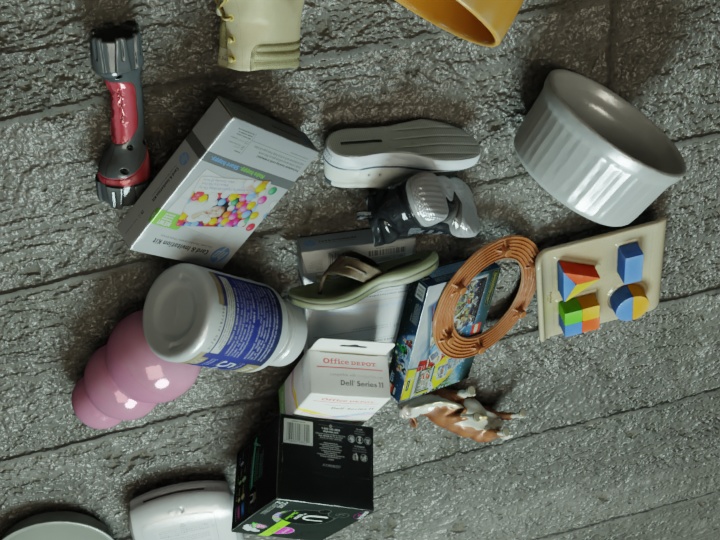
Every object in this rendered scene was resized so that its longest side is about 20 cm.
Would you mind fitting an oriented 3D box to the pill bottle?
[{"bbox_3d":[-0.162,0.066,1.135,0.120,0.120,0.200,-47,147,18],"label":"pill bottle"}]

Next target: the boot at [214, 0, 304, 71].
[{"bbox_3d":[-0.149,-0.292,0.950,0.200,0.073,0.156,0,121,-21],"label":"boot"}]

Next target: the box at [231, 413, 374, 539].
[{"bbox_3d":[-0.086,0.303,1.296,0.148,0.125,0.200,13,148,-21],"label":"box"}]

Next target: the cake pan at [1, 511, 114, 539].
[{"bbox_3d":[-0.470,0.444,1.390,0.200,0.037,0.201,-7,125,-10],"label":"cake pan"}]

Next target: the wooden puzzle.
[{"bbox_3d":[0.352,0.023,1.299,0.200,0.046,0.185,-18,134,-3],"label":"wooden puzzle"}]

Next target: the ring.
[{"bbox_3d":[0.181,0.042,1.250,0.200,0.019,0.201,-26,136,-28],"label":"ring"}]

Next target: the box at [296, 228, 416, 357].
[{"bbox_3d":[-0.004,0.039,1.234,0.156,0.041,0.200,-8,124,-9],"label":"box"}]

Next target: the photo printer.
[{"bbox_3d":[-0.268,0.411,1.401,0.166,0.069,0.200,-10,125,-8],"label":"photo printer"}]

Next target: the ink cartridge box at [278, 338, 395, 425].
[{"bbox_3d":[-0.033,0.163,1.243,0.117,0.067,0.200,6,151,-18],"label":"ink cartridge box"}]

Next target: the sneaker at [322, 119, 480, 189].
[{"bbox_3d":[0.048,-0.140,1.119,0.199,0.073,0.071,-1,146,-12],"label":"sneaker"}]

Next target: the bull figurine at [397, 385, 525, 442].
[{"bbox_3d":[0.152,0.217,1.368,0.200,0.065,0.121,21,159,-35],"label":"bull figurine"}]

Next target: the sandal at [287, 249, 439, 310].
[{"bbox_3d":[0.001,-0.001,1.147,0.201,0.080,0.057,-19,109,-10],"label":"sandal"}]

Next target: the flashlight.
[{"bbox_3d":[-0.271,-0.169,1.006,0.068,0.068,0.200,-8,126,-16],"label":"flashlight"}]

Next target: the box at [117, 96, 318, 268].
[{"bbox_3d":[-0.165,-0.095,1.053,0.200,0.041,0.156,-46,150,18],"label":"box"}]

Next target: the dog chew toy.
[{"bbox_3d":[-0.302,0.139,1.179,0.200,0.125,0.124,-39,125,21],"label":"dog chew toy"}]

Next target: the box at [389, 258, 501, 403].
[{"bbox_3d":[0.114,0.082,1.265,0.136,0.038,0.200,-14,129,-36],"label":"box"}]

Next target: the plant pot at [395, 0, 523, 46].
[{"bbox_3d":[0.103,-0.360,0.912,0.200,0.200,0.183,28,97,-29],"label":"plant pot"}]

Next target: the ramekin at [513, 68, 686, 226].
[{"bbox_3d":[0.284,-0.145,1.093,0.200,0.201,0.098,18,126,-25],"label":"ramekin"}]

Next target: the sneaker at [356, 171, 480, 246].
[{"bbox_3d":[0.073,-0.073,1.142,0.114,0.076,0.200,-15,168,27],"label":"sneaker"}]
